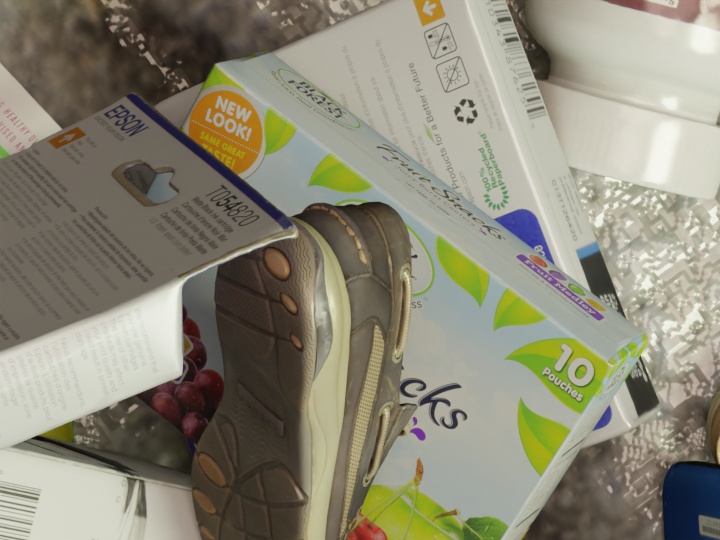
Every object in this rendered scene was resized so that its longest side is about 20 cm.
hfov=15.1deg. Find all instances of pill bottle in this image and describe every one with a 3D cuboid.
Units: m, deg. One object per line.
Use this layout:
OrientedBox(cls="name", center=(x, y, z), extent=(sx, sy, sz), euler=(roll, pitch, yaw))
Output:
OrientedBox(cls="pill bottle", center=(0.131, -0.138, 1.136), extent=(0.109, 0.110, 0.201), euler=(13, 96, -6))

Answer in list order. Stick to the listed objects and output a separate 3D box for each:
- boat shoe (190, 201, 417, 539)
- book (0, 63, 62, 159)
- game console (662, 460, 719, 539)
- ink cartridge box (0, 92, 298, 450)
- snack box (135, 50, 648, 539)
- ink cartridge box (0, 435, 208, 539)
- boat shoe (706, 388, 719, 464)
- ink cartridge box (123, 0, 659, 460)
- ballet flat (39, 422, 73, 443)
OrientedBox(cls="boat shoe", center=(-0.012, 0.058, 1.022), extent=(0.073, 0.201, 0.075), euler=(-22, 52, -31))
OrientedBox(cls="book", center=(-0.205, 0.000, 1.096), extent=(0.200, 0.048, 0.134), euler=(-42, 82, -18))
OrientedBox(cls="game console", center=(0.203, 0.162, 1.097), extent=(0.118, 0.200, 0.172), euler=(-4, 88, -8))
OrientedBox(cls="ink cartridge box", center=(-0.139, 0.010, 0.991), extent=(0.199, 0.200, 0.041), euler=(-23, 114, -13))
OrientedBox(cls="snack box", center=(-0.004, 0.027, 1.089), extent=(0.200, 0.053, 0.143), euler=(37, 113, 14))
OrientedBox(cls="ink cartridge box", center=(-0.144, 0.137, 1.064), extent=(0.199, 0.083, 0.146), euler=(18, 89, -43))
OrientedBox(cls="boat shoe", center=(0.242, 0.085, 1.145), extent=(0.199, 0.069, 0.074), euler=(8, 110, 12))
OrientedBox(cls="ink cartridge box", center=(0.000, 0.000, 1.135), extent=(0.199, 0.047, 0.199), euler=(-21, 91, 30))
OrientedBox(cls="ballet flat", center=(-0.210, 0.093, 1.121), extent=(0.199, 0.067, 0.067), euler=(-22, 104, -8))
